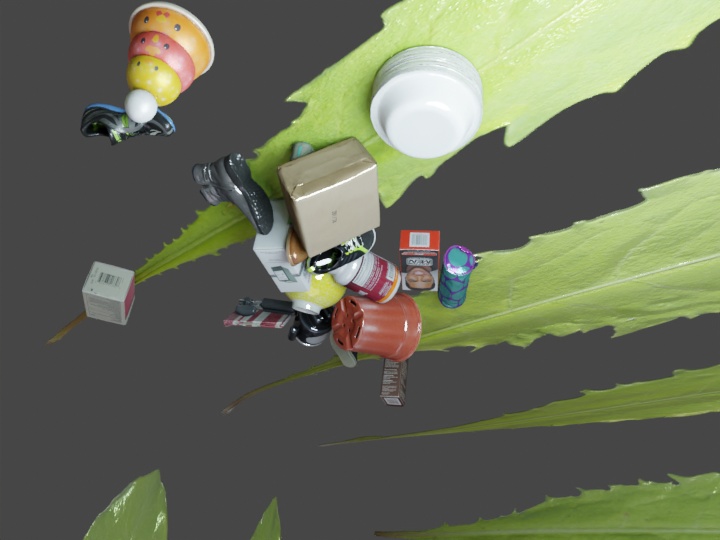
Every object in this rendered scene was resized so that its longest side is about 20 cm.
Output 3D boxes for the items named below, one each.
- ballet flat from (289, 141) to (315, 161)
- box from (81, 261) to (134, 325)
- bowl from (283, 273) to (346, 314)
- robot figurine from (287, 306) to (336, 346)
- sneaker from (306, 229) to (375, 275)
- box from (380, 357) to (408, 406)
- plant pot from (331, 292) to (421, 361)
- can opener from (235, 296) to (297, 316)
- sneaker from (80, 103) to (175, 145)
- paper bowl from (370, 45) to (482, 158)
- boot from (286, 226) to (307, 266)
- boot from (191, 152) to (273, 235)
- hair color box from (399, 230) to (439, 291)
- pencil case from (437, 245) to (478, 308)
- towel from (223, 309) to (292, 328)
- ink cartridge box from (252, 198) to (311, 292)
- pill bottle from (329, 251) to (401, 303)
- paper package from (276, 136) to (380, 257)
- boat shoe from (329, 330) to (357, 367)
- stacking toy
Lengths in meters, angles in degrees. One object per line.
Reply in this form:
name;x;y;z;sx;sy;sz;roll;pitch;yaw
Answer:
ballet flat;-0.116;-0.193;1.210;0.066;0.064;0.201;4;149;11
box;-0.799;0.076;1.772;0.126;0.110;0.200;16;149;-14
bowl;-0.140;0.060;1.540;0.197;0.109;0.200;14;167;3
robot figurine;-0.145;0.164;1.749;0.148;0.126;0.200;14;148;-11
sneaker;-0.040;-0.042;1.334;0.072;0.199;0.083;59;168;-8
box;0.121;0.360;1.940;0.074;0.202;0.101;0;148;17
plant pot;0.035;0.154;1.566;0.193;0.204;0.200;8;155;-38
can opener;-0.301;0.127;1.781;0.197;0.068;0.054;7;151;9
sneaker;-0.468;-0.286;1.118;0.196;0.084;0.071;5;150;5
paper bowl;0.115;-0.278;0.977;0.197;0.106;0.202;5;149;3
boot;-0.075;-0.081;1.270;0.152;0.201;0.074;0;127;21
boot;-0.287;-0.165;1.261;0.130;0.070;0.202;-11;114;31
hair color box;0.154;-0.022;1.434;0.100;0.062;0.201;2;149;9
pencil case;0.251;0.020;1.457;0.085;0.092;0.201;36;157;20
towel;-0.326;0.155;1.792;0.197;0.023;0.144;2;-168;6
ink cartridge box;-0.180;-0.057;1.371;0.083;0.148;0.201;-2;149;13
pill bottle;0.000;0.000;1.456;0.198;0.114;0.113;26;145;-27
paper package;-0.060;-0.151;1.157;0.188;0.104;0.201;-24;149;-11
boat shoe;-0.056;0.257;1.949;0.074;0.063;0.202;-1;133;24
stacking toy;-0.332;-0.322;0.912;0.144;0.203;0.147;5;150;3
